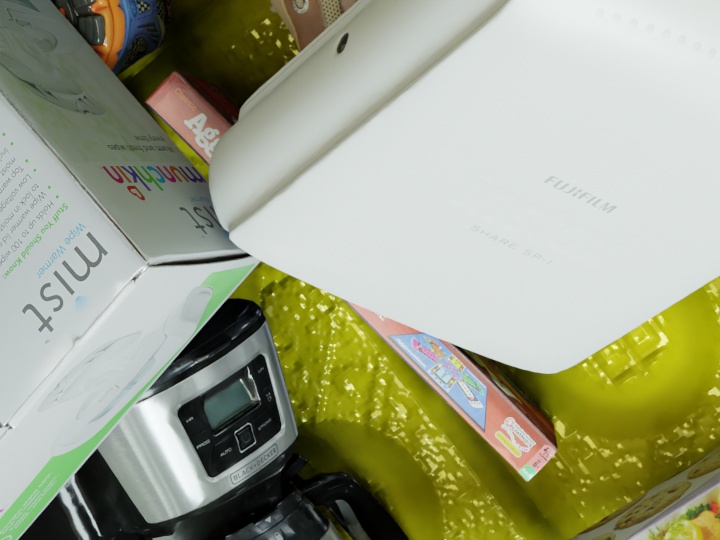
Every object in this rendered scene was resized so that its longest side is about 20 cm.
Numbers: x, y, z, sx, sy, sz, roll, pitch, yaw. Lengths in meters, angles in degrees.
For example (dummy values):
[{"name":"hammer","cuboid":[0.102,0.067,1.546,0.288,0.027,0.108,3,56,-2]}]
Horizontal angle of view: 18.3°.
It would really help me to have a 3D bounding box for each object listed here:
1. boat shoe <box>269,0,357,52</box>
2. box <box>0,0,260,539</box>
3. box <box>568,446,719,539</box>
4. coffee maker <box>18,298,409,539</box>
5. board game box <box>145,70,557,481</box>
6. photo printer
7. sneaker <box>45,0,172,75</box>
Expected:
[{"name":"boat shoe","cuboid":[-0.004,-0.120,0.850,0.071,0.076,0.201,4,111,35]},{"name":"box","cuboid":[-0.167,0.003,0.816,0.177,0.097,0.200,47,110,15]},{"name":"box","cuboid":[0.089,0.126,0.859,0.199,0.041,0.039,-31,98,-4]},{"name":"coffee maker","cuboid":[-0.082,0.127,0.932,0.191,0.135,0.201,-20,100,28]},{"name":"board game box","cuboid":[0.000,0.000,0.871,0.200,0.103,0.019,45,95,1]},{"name":"photo printer","cuboid":[0.069,-0.049,0.755,0.166,0.070,0.200,23,141,-29]},{"name":"sneaker","cuboid":[-0.159,-0.088,0.918,0.199,0.078,0.076,-2,97,36]}]
